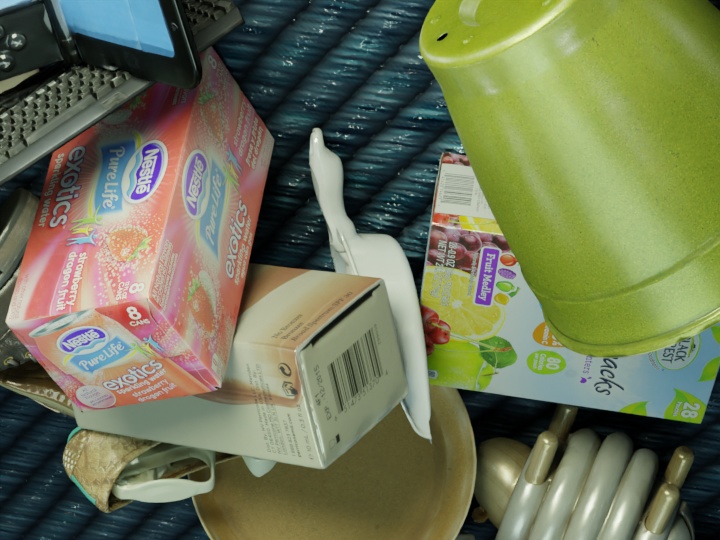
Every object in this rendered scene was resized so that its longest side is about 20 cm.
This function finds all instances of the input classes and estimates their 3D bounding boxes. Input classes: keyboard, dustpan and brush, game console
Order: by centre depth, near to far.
[{"bbox_3d":[-0.200,-0.177,1.305,0.175,0.116,0.201,-19,121,-5],"label":"game console"},{"bbox_3d":[-0.167,-0.107,1.402,0.127,0.200,0.021,19,140,59],"label":"keyboard"},{"bbox_3d":[0.000,0.000,1.562,0.057,0.140,0.201,-8,114,-11],"label":"dustpan and brush"}]

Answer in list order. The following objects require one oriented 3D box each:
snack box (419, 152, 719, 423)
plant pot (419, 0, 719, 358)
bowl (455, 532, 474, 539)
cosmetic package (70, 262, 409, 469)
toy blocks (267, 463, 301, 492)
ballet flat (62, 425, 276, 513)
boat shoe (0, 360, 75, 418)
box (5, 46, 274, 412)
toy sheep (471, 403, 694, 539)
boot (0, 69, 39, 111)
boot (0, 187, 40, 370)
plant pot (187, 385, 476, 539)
[{"bbox_3d":[0.138,0.014,1.562,0.199,0.068,0.169,7,142,2],"label":"snack box"},{"bbox_3d":[0.137,-0.091,1.347,0.200,0.201,0.193,-20,122,33],"label":"plant pot"},{"bbox_3d":[0.033,0.231,1.730,0.200,0.091,0.201,2,176,0],"label":"bowl"},{"bbox_3d":[-0.083,0.052,1.520,0.199,0.103,0.088,5,120,34],"label":"cosmetic package"},{"bbox_3d":[-0.057,0.132,1.754,0.199,0.100,0.137,23,152,-17],"label":"toy blocks"},{"bbox_3d":[-0.094,0.113,1.596,0.199,0.065,0.071,-19,146,-11],"label":"ballet flat"},{"bbox_3d":[-0.218,0.064,1.703,0.199,0.072,0.072,28,163,-4],"label":"boat shoe"},{"bbox_3d":[-0.128,-0.026,1.462,0.102,0.201,0.095,-9,139,24],"label":"box"},{"bbox_3d":[0.168,0.173,1.713,0.199,0.138,0.138,25,144,11],"label":"toy sheep"},{"bbox_3d":[-0.283,-0.146,1.449,0.199,0.073,0.156,3,143,-7],"label":"boot"},{"bbox_3d":[-0.195,0.056,1.631,0.174,0.069,0.200,30,98,-19],"label":"boot"},{"bbox_3d":[-0.021,0.130,1.660,0.199,0.201,0.027,15,167,-6],"label":"plant pot"}]
